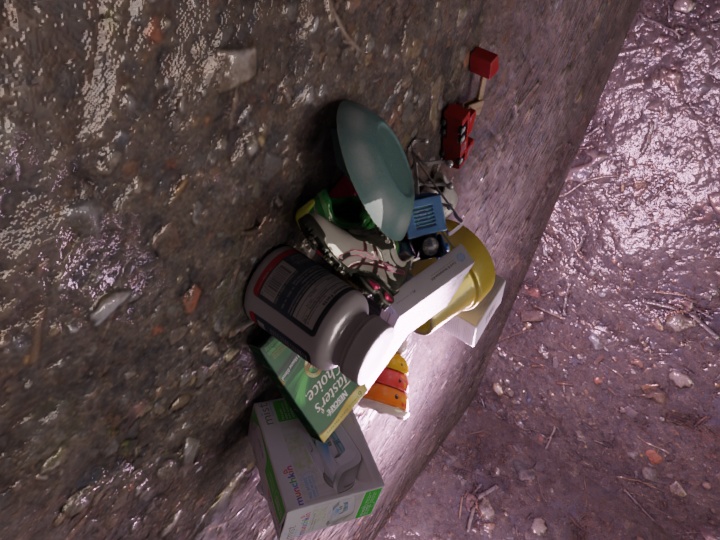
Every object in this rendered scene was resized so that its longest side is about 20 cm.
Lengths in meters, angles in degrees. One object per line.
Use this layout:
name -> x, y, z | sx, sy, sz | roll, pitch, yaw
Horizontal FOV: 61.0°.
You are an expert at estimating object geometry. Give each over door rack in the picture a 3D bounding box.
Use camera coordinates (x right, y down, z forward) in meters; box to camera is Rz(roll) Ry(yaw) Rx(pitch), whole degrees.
over door rack -> 0.150, -0.123, 1.115 | 0.065, 0.205, 0.149 | -19, 152, -1

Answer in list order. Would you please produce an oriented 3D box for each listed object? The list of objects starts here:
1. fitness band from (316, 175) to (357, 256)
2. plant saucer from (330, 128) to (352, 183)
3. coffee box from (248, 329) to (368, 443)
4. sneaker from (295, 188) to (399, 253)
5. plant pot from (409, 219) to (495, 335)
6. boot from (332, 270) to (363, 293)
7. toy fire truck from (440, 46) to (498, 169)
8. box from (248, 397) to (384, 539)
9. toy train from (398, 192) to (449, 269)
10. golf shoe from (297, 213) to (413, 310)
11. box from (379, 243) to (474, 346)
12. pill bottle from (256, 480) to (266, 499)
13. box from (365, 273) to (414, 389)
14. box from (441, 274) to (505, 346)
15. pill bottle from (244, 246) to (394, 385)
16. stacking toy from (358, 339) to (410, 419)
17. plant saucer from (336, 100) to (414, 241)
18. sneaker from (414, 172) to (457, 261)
fitness band -> -0.004, -0.102, 0.990 | 0.201, 0.037, 0.146 | -49, 156, -27
plant saucer -> 0.015, -0.123, 0.891 | 0.019, 0.072, 0.200 | -22, 143, 16
coffee box -> -0.077, 0.156, 0.972 | 0.123, 0.043, 0.204 | -42, 116, -29
sneaker -> -0.003, -0.057, 0.895 | 0.197, 0.075, 0.084 | 21, 123, -43
plant pot -> 0.161, 0.027, 1.318 | 0.188, 0.199, 0.204 | -41, 153, -27
boot -> 0.000, 0.000, 1.011 | 0.146, 0.070, 0.200 | -47, -168, 8
toy fire truck -> 0.213, -0.315, 1.207 | 0.142, 0.048, 0.202 | -53, 158, -21
box -> -0.081, 0.317, 1.026 | 0.171, 0.203, 0.099 | -4, 134, -26
toy train -> 0.095, -0.070, 1.039 | 0.200, 0.084, 0.118 | -136, -144, -83
golf shoe -> -0.005, -0.032, 0.835 | 0.089, 0.077, 0.199 | -51, 131, 0
box -> 0.098, 0.051, 1.007 | 0.154, 0.042, 0.201 | -34, 163, -18
pill bottle -> -0.114, 0.367, 1.209 | 0.203, 0.114, 0.116 | -56, 158, -11
box -> 0.018, 0.105, 1.201 | 0.185, 0.103, 0.202 | -50, 156, -25
box -> 0.236, 0.059, 1.514 | 0.153, 0.197, 0.108 | -50, 155, -23
pill bottle -> -0.055, 0.066, 0.852 | 0.120, 0.197, 0.121 | -46, 156, -28
stacking toy -> 0.076, 0.260, 1.547 | 0.146, 0.141, 0.206 | 48, 55, -68
plant saucer -> 0.034, -0.144, 0.837 | 0.038, 0.207, 0.200 | -19, 173, 23
sneaker -> 0.126, -0.112, 1.254 | 0.203, 0.073, 0.100 | -58, 145, -18
